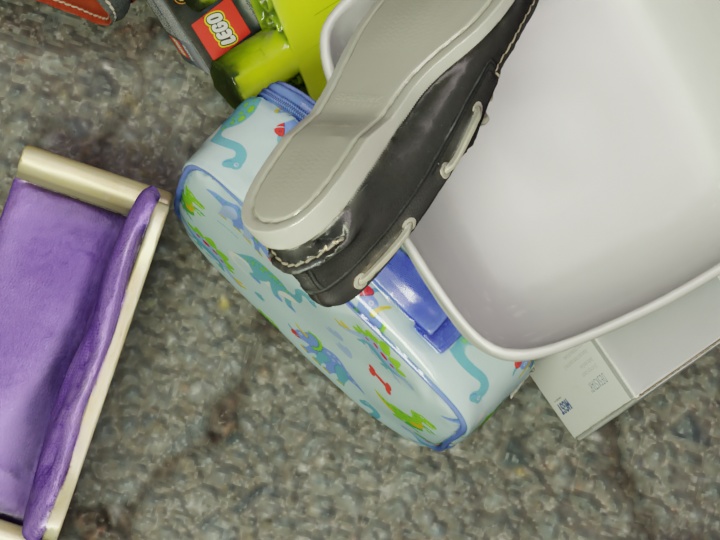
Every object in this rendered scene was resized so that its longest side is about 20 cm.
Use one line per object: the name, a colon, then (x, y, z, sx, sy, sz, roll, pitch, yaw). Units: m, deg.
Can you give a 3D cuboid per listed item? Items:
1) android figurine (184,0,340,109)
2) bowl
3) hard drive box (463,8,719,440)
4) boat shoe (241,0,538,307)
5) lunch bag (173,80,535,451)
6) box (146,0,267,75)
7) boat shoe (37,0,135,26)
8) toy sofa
android figurine: (-0.001, -0.170, 1.467, 0.200, 0.041, 0.183, -31, 120, -18)
bowl: (0.095, -0.068, 1.320, 0.199, 0.075, 0.200, -27, 83, -10)
hard drive box: (0.097, -0.023, 1.430, 0.077, 0.156, 0.200, -33, 85, -12)
boat shoe: (0.025, -0.071, 1.248, 0.200, 0.074, 0.060, -56, 129, -25)
lunch bag: (0.000, 0.000, 1.411, 0.200, 0.161, 0.082, 43, 79, 3)
box: (-0.081, -0.221, 1.450, 0.137, 0.040, 0.200, -40, 123, -11)
boat shoe: (-0.212, -0.170, 1.463, 0.199, 0.071, 0.063, 24, 66, 3)
toy sofa: (-0.164, 0.043, 1.417, 0.082, 0.098, 0.201, 18, 79, -3)
